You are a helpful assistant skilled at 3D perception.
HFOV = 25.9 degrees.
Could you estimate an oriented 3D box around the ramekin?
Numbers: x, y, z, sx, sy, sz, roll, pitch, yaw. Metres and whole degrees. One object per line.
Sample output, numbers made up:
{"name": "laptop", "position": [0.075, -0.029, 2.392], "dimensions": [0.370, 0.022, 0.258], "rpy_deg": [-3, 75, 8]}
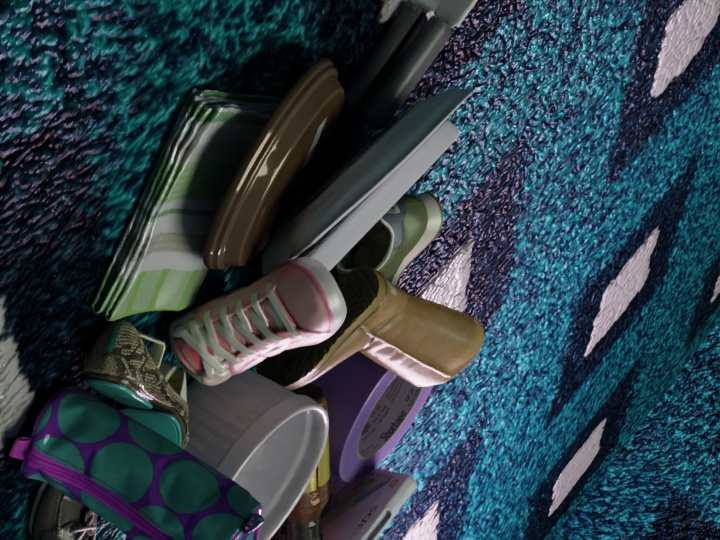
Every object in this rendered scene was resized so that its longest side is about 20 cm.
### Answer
{"name": "ramekin", "position": [-0.131, 0.187, 1.506], "dimensions": [0.200, 0.105, 0.200], "rpy_deg": [-46, 156, -27]}

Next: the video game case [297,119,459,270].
{"name": "video game case", "position": [-0.013, -0.045, 1.438], "dimensions": [0.200, 0.023, 0.182], "rpy_deg": [-46, -173, -28]}

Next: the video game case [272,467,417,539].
{"name": "video game case", "position": [-0.043, 0.300, 1.809], "dimensions": [0.182, 0.022, 0.200], "rpy_deg": [-50, -159, -20]}

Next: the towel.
{"name": "towel", "position": [-0.131, -0.051, 1.270], "dimensions": [0.149, 0.031, 0.200], "rpy_deg": [-6, 126, -64]}

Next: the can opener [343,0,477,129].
{"name": "can opener", "position": [0.059, -0.215, 1.435], "dimensions": [0.200, 0.053, 0.066], "rpy_deg": [-54, 159, -9]}

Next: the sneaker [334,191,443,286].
{"name": "sneaker", "position": [0.000, 0.000, 1.602], "dimensions": [0.090, 0.067, 0.200], "rpy_deg": [-3, 134, -46]}

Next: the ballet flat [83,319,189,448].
{"name": "ballet flat", "position": [-0.181, 0.097, 1.334], "dimensions": [0.200, 0.068, 0.075], "rpy_deg": [73, 30, -62]}

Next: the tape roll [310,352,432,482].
{"name": "tape roll", "position": [0.005, 0.133, 1.771], "dimensions": [0.200, 0.085, 0.200], "rpy_deg": [-48, 157, -28]}

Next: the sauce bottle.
{"name": "sauce bottle", "position": [-0.065, 0.218, 1.689], "dimensions": [0.066, 0.066, 0.200], "rpy_deg": [-33, 132, -48]}

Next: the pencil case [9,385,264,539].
{"name": "pencil case", "position": [-0.174, 0.176, 1.252], "dimensions": [0.092, 0.200, 0.085], "rpy_deg": [-43, 161, -59]}

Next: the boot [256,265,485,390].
{"name": "boot", "position": [0.015, 0.086, 1.609], "dimensions": [0.175, 0.066, 0.200], "rpy_deg": [-37, 145, 17]}

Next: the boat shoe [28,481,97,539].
{"name": "boat shoe", "position": [-0.255, 0.249, 1.375], "dimensions": [0.067, 0.057, 0.200], "rpy_deg": [-33, 149, -48]}

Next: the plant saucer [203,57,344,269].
{"name": "plant saucer", "position": [-0.067, -0.083, 1.299], "dimensions": [0.200, 0.029, 0.200], "rpy_deg": [-59, 175, -9]}

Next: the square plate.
{"name": "square plate", "position": [-0.004, -0.081, 1.374], "dimensions": [0.198, 0.028, 0.200], "rpy_deg": [-45, -174, -16]}

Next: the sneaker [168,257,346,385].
{"name": "sneaker", "position": [-0.096, 0.051, 1.338], "dimensions": [0.105, 0.075, 0.200], "rpy_deg": [-33, -172, -32]}
